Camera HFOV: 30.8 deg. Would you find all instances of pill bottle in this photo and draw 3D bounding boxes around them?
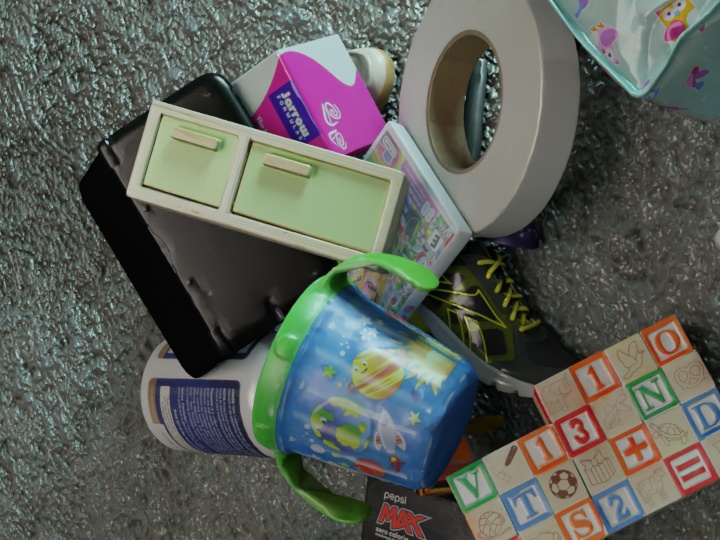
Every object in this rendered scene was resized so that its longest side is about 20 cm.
[{"bbox_3d":[-0.094,0.110,1.173,0.198,0.110,0.113,-2,91,39],"label":"pill bottle"}]

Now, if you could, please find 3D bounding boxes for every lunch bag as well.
[{"bbox_3d":[0.190,-0.206,0.892,0.122,0.170,0.201,-50,61,22],"label":"lunch bag"}]

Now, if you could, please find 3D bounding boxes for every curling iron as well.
[{"bbox_3d":[0.077,-0.074,1.080,0.049,0.025,0.203,18,103,34],"label":"curling iron"}]

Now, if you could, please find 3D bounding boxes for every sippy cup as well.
[{"bbox_3d":[0.010,0.089,0.937,0.129,0.140,0.179,22,146,18],"label":"sippy cup"}]

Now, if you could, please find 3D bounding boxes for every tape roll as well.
[{"bbox_3d":[0.092,-0.127,0.995,0.202,0.037,0.206,-5,84,62],"label":"tape roll"}]

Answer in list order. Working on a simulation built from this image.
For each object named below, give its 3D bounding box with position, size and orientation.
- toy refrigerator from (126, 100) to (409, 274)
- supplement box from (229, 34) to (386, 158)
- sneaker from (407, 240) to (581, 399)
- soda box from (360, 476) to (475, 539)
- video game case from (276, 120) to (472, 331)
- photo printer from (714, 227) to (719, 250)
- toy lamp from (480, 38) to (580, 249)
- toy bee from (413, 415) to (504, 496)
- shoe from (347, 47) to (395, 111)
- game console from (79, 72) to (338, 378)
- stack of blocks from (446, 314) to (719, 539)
[{"bbox_3d":[-0.068,-0.062,0.986,0.198,0.070,0.077,17,89,7],"label":"toy refrigerator"},{"bbox_3d":[-0.088,-0.103,1.114,0.199,0.103,0.102,-30,89,33],"label":"supplement box"},{"bbox_3d":[0.095,0.027,1.024,0.199,0.074,0.085,31,112,19],"label":"sneaker"},{"bbox_3d":[0.096,0.215,1.055,0.198,0.063,0.072,11,99,39],"label":"soda box"},{"bbox_3d":[0.000,0.000,1.049,0.201,0.018,0.144,-54,42,24],"label":"video game case"},{"bbox_3d":[0.349,-0.022,0.834,0.200,0.069,0.167,43,117,29],"label":"photo printer"},{"bbox_3d":[0.131,-0.121,1.015,0.058,0.058,0.203,18,102,37],"label":"toy lamp"},{"bbox_3d":[0.053,0.116,1.073,0.129,0.201,0.110,10,132,4],"label":"toy bee"},{"bbox_3d":[-0.053,-0.143,1.165,0.199,0.053,0.071,-22,78,37],"label":"shoe"},{"bbox_3d":[-0.131,-0.033,1.091,0.175,0.116,0.201,-32,90,4],"label":"game console"},{"bbox_3d":[0.162,0.132,0.936,0.198,0.059,0.116,-28,74,1],"label":"stack of blocks"}]
